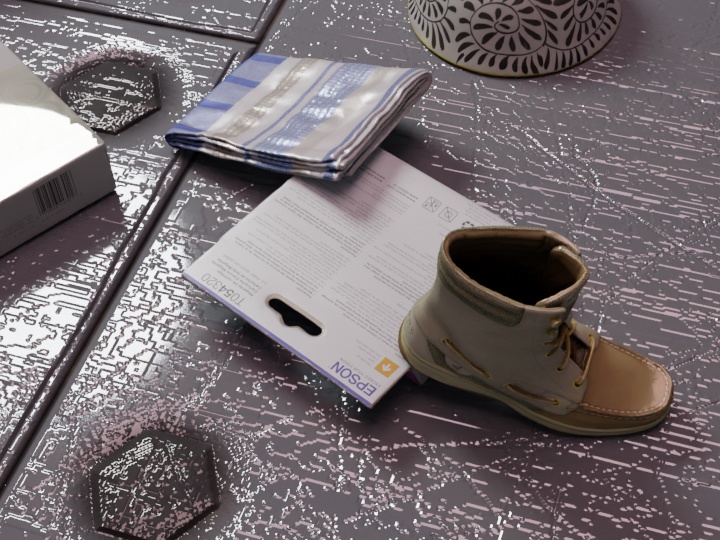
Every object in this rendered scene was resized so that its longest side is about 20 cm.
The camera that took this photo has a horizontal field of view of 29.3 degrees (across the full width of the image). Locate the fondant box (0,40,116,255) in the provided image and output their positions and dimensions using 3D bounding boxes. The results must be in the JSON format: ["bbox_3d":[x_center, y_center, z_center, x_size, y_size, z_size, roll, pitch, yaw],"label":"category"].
[{"bbox_3d":[-0.322,-0.105,1.162,0.144,0.058,0.200,-34,54,-22],"label":"fondant box"}]

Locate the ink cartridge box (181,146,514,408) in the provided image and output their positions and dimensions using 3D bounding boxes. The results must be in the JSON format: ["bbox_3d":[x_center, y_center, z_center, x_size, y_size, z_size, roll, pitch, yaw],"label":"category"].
[{"bbox_3d":[0.000,0.000,1.060,0.196,0.043,0.200,33,62,26],"label":"ink cartridge box"}]

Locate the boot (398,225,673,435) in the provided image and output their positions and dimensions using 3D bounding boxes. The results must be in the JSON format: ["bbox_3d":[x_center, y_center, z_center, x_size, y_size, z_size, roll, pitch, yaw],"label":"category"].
[{"bbox_3d":[0.133,0.041,0.924,0.200,0.155,0.072,17,61,-1],"label":"boot"}]

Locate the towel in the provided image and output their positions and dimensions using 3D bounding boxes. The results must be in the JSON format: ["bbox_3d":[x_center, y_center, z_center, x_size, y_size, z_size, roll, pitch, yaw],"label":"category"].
[{"bbox_3d":[-0.054,-0.136,1.156,0.200,0.024,0.147,13,48,36],"label":"towel"}]

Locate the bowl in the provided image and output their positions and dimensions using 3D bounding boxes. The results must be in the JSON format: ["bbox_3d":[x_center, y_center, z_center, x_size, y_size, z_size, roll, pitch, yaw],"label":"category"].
[{"bbox_3d":[0.141,-0.278,1.252,0.200,0.094,0.201,-2,49,2],"label":"bowl"}]
